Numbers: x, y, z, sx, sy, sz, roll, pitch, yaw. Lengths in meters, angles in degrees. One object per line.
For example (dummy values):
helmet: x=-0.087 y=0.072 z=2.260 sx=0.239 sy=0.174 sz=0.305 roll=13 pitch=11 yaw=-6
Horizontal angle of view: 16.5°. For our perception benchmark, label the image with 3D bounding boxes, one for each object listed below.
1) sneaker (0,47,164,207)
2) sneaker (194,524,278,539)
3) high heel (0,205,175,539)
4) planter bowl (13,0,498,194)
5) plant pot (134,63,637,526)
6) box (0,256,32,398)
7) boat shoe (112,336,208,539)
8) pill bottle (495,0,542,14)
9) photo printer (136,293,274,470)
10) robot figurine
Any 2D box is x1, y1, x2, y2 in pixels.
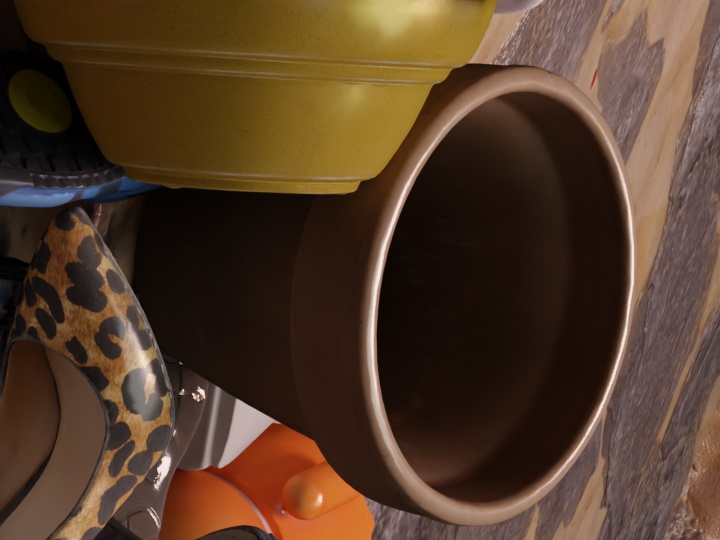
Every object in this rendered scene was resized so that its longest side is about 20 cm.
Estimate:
sneaker: x=-0.124 y=-0.050 z=1.018 sx=0.078 sy=0.066 sz=0.200 roll=-35 pitch=169 yaw=35
sneaker: x=-0.123 y=0.179 z=1.155 sx=0.200 sy=0.078 sz=0.086 roll=-33 pitch=141 yaw=-4
high heel: x=-0.145 y=0.082 z=0.990 sx=0.143 sy=0.071 sz=0.200 roll=-30 pitch=132 yaw=-40
planter bowl: x=-0.044 y=-0.073 z=0.954 sx=0.200 sy=0.200 sz=0.084 roll=-13 pitch=107 yaw=-69
plant pot: x=0.000 y=0.000 z=1.100 sx=0.200 sy=0.174 sz=0.201 roll=-15 pitch=109 yaw=-48
box: x=-0.188 y=0.060 z=0.991 sx=0.137 sy=0.040 sz=0.200 roll=-71 pitch=163 yaw=4
boat shoe: x=-0.135 y=0.109 z=1.132 sx=0.076 sy=0.072 sz=0.200 roll=52 pitch=49 yaw=-37
pill bottle: x=0.078 y=-0.248 z=1.299 sx=0.120 sy=0.120 sz=0.200 roll=66 pitch=45 yaw=-66
photo printer: x=-0.043 y=-0.008 z=1.298 sx=0.200 sy=0.069 sz=0.167 roll=-42 pitch=148 yaw=-55
robot figurine: x=-0.071 y=0.149 z=1.313 sx=0.200 sy=0.144 sz=0.117 roll=-19 pitch=113 yaw=-61
